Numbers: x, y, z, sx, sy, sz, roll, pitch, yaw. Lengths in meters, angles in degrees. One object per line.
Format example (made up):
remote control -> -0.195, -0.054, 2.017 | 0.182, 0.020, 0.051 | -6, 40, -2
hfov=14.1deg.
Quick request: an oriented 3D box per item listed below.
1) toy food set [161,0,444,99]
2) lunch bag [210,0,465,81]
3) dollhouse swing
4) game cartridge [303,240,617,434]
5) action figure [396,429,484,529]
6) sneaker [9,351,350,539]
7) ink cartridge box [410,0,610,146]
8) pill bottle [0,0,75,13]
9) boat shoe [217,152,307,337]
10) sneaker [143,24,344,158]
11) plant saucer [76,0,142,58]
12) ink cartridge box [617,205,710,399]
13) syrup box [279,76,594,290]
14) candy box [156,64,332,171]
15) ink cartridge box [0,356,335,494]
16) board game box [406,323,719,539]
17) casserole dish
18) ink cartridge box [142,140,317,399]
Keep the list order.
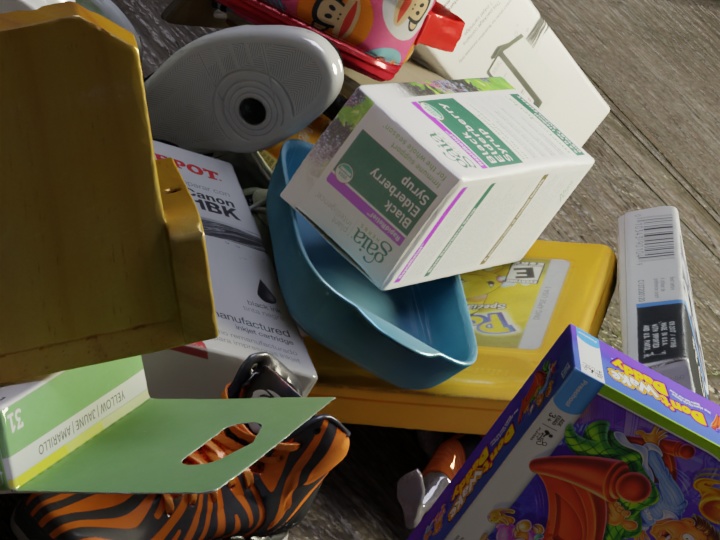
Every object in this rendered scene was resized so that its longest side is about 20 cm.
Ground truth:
toy food set -> -0.017, -0.115, 1.846 | 0.200, 0.060, 0.143 | 34, 17, 24
lunch bag -> -0.020, -0.176, 1.746 | 0.176, 0.082, 0.200 | 26, 10, -2
dollhouse swing -> -0.183, -0.043, 1.335 | 0.200, 0.176, 0.182 | -12, 18, -7
game cartridge -> 0.044, 0.032, 1.651 | 0.176, 0.032, 0.200 | 4, 24, 13
action figure -> 0.052, 0.106, 1.649 | 0.200, 0.105, 0.193 | 3, 20, 1
sneaker -> -0.082, 0.093, 1.429 | 0.078, 0.112, 0.200 | 45, 26, 22
ink cartridge box -> 0.060, -0.158, 1.974 | 0.146, 0.084, 0.200 | 31, -11, 43
pill bottle -> -0.213, -0.160, 1.593 | 0.109, 0.109, 0.200 | 24, 23, -22
boat shoe -> -0.062, -0.015, 1.670 | 0.200, 0.072, 0.062 | -126, -162, -66
sneaker -> -0.079, -0.108, 1.694 | 0.073, 0.200, 0.112 | 63, 32, -11
plant saucer -> -0.231, -0.143, 1.730 | 0.200, 0.050, 0.200 | 21, 26, -11
ink cartridge box -> 0.186, 0.094, 1.703 | 0.043, 0.200, 0.198 | -8, 26, 7
syrup box -> 0.046, -0.051, 1.606 | 0.079, 0.081, 0.200 | 42, 19, 16
candy box -> -0.040, -0.058, 1.830 | 0.200, 0.055, 0.115 | 38, 22, 9
ink cartridge box -> -0.132, 0.064, 1.350 | 0.200, 0.048, 0.146 | -5, 13, 24
board game box -> 0.108, 0.140, 1.480 | 0.134, 0.200, 0.045 | 28, 25, -15
casserole dish -> 0.000, 0.000, 1.590 | 0.121, 0.039, 0.200 | 30, 23, -22
ink cartridge box -> -0.124, 0.010, 1.557 | 0.144, 0.084, 0.200 | 16, 29, -29
